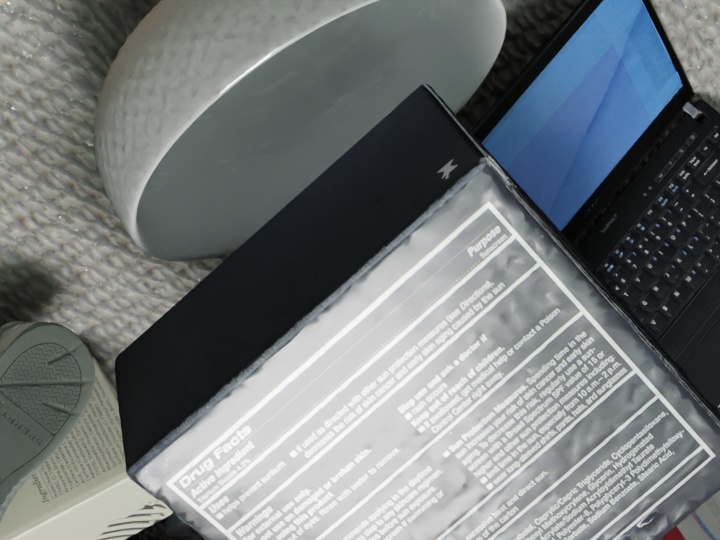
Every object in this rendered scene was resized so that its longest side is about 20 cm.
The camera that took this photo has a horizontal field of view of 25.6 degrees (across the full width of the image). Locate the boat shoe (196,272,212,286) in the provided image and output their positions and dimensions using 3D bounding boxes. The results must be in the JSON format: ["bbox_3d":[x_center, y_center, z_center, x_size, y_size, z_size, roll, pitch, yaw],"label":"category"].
[{"bbox_3d":[0.000,0.003,0.822,0.201,0.060,0.072,-12,123,-28],"label":"boat shoe"}]

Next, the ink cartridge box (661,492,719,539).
[{"bbox_3d":[0.169,0.216,1.002,0.148,0.086,0.200,-35,168,20],"label":"ink cartridge box"}]

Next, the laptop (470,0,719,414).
[{"bbox_3d":[0.150,-0.020,0.809,0.177,0.200,0.103,-49,174,-8],"label":"laptop"}]

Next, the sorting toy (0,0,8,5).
[{"bbox_3d":[-0.131,-0.206,0.626,0.200,0.036,0.185,-27,133,6],"label":"sorting toy"}]

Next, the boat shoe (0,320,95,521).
[{"bbox_3d":[-0.216,0.106,0.792,0.074,0.065,0.202,48,67,-29],"label":"boat shoe"}]

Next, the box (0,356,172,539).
[{"bbox_3d":[-0.208,0.135,0.849,0.200,0.082,0.068,-27,150,-11],"label":"box"}]

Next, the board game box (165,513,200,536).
[{"bbox_3d":[0.011,0.114,0.907,0.199,0.043,0.200,5,156,-23],"label":"board game box"}]

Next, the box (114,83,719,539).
[{"bbox_3d":[0.028,0.060,0.718,0.200,0.123,0.198,-41,115,6],"label":"box"}]

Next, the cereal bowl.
[{"bbox_3d":[-0.037,-0.093,0.719,0.200,0.083,0.200,-30,163,-10],"label":"cereal bowl"}]
